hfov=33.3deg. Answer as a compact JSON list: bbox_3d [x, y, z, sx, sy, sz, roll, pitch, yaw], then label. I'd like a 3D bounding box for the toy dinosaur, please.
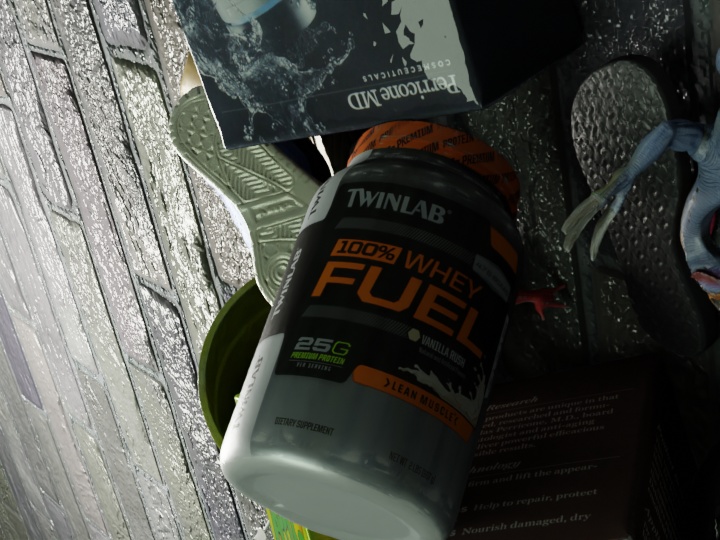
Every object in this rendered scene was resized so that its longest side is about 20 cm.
[{"bbox_3d":[0.192,-0.058,0.538,0.105,0.200,0.182,40,170,14],"label":"toy dinosaur"}]

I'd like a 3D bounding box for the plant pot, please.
[{"bbox_3d":[-0.017,0.123,0.929,0.200,0.200,0.193,46,157,24],"label":"plant pot"}]

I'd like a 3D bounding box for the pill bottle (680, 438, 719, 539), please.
[{"bbox_3d":[0.263,0.148,0.584,0.199,0.112,0.113,20,131,48],"label":"pill bottle"}]

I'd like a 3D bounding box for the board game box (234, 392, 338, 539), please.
[{"bbox_3d":[-0.019,0.170,0.741,0.102,0.047,0.201,180,74,-72],"label":"board game box"}]

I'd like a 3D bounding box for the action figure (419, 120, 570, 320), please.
[{"bbox_3d":[0.070,-0.030,0.789,0.065,0.098,0.202,-21,74,61],"label":"action figure"}]

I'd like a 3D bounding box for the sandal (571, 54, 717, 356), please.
[{"bbox_3d":[0.165,-0.038,0.657,0.075,0.045,0.201,33,154,47],"label":"sandal"}]

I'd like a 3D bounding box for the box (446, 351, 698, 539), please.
[{"bbox_3d":[0.110,0.176,0.695,0.163,0.200,0.167,-14,107,23],"label":"box"}]

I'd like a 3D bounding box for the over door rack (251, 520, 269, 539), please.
[{"bbox_3d":[-0.025,0.257,1.134,0.148,0.066,0.200,48,127,21],"label":"over door rack"}]

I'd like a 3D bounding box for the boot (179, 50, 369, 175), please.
[{"bbox_3d":[-0.076,-0.146,0.900,0.200,0.066,0.176,23,133,48],"label":"boot"}]

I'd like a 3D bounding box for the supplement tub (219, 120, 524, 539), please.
[{"bbox_3d":[0.014,0.031,0.622,0.122,0.201,0.123,15,155,7],"label":"supplement tub"}]

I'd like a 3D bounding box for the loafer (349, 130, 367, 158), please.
[{"bbox_3d":[0.000,0.000,0.823,0.072,0.073,0.201,-8,73,32],"label":"loafer"}]

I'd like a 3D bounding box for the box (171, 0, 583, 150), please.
[{"bbox_3d":[-0.008,-0.188,0.669,0.196,0.117,0.201,-3,113,41],"label":"box"}]

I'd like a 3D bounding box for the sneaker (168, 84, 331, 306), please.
[{"bbox_3d":[-0.040,-0.031,0.792,0.200,0.077,0.111,50,-170,21],"label":"sneaker"}]
